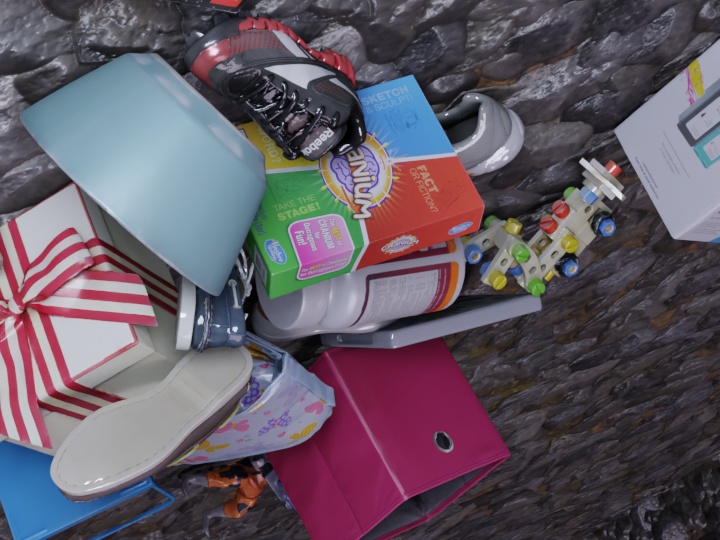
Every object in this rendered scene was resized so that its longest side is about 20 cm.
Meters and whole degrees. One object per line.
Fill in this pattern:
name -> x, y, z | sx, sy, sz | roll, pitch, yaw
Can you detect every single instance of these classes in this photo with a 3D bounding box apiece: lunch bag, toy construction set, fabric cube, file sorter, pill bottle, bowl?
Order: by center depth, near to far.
bowl -> -0.146, -0.086, 1.134 | 0.105, 0.201, 0.201 | -46, 155, 1
file sorter -> -0.282, 0.155, 1.463 | 0.138, 0.201, 0.123 | -25, 161, 0
pill bottle -> 0.000, 0.000, 1.530 | 0.199, 0.110, 0.110 | -9, 152, -34
lunch bag -> -0.141, 0.127, 1.609 | 0.198, 0.128, 0.170 | -9, 160, 17
toy construction set -> 0.215, -0.052, 1.680 | 0.200, 0.093, 0.131 | -39, 133, 18
fabric cube -> 0.024, 0.207, 1.844 | 0.195, 0.200, 0.200 | -14, 157, -43

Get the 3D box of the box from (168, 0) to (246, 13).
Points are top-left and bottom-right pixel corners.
box -> -0.123, -0.240, 0.987 | 0.199, 0.040, 0.137 | 1, 144, -47

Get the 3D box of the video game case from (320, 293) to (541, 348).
video game case -> 0.079, 0.057, 1.738 | 0.198, 0.022, 0.182 | -13, -176, -27

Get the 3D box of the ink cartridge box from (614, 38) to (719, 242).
ink cartridge box -> 0.407, -0.145, 1.592 | 0.146, 0.147, 0.200 | 3, 144, -47

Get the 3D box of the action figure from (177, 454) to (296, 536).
action figure -> -0.145, 0.241, 1.963 | 0.192, 0.105, 0.201 | -28, 128, -9

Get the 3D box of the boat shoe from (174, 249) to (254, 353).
boat shoe -> -0.122, 0.014, 1.278 | 0.061, 0.200, 0.076 | 9, 105, -7

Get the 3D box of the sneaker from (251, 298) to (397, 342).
sneaker -> -0.016, 0.025, 1.614 | 0.198, 0.073, 0.085 | -16, 158, -18

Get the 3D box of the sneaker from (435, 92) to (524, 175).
sneaker -> 0.056, -0.103, 1.437 | 0.200, 0.076, 0.092 | -39, 147, 11

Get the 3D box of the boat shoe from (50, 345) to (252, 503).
boat shoe -> -0.169, 0.132, 1.245 | 0.200, 0.072, 0.060 | -38, 154, -33

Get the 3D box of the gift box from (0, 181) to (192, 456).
gift box -> -0.242, 0.056, 1.300 | 0.184, 0.201, 0.187 | -34, 155, 8

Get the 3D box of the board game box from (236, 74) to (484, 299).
board game box -> -0.015, -0.076, 1.302 | 0.198, 0.154, 0.040 | -19, 152, -17

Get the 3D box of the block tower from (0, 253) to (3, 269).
block tower -> -0.383, -0.014, 1.182 | 0.198, 0.054, 0.058 | -14, 155, -27

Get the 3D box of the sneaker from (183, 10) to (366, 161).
sneaker -> -0.059, -0.140, 1.192 | 0.071, 0.099, 0.200 | -34, 154, 25
